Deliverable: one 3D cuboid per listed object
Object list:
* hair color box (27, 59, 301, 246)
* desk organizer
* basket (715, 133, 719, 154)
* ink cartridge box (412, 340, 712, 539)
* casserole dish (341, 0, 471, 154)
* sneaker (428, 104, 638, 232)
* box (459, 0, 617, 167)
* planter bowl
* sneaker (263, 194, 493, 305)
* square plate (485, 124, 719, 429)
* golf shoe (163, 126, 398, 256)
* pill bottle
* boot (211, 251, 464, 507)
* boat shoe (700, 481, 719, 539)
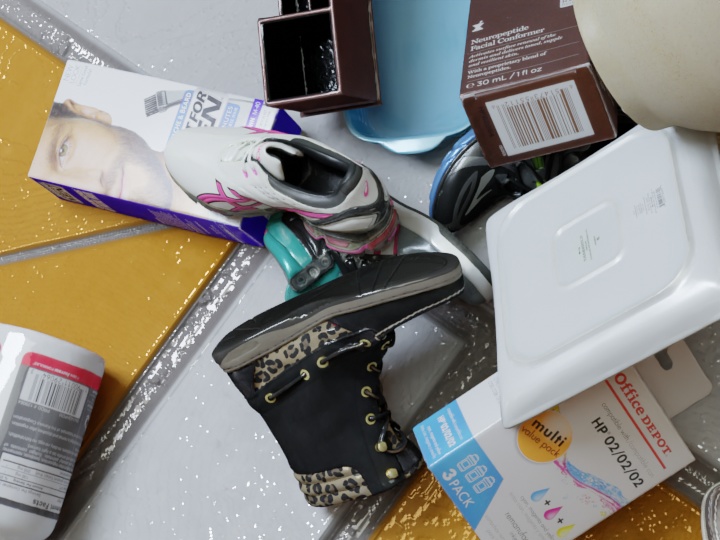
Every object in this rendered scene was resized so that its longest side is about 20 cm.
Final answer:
[{"bbox_3d":[-0.162,-0.098,1.333,0.200,0.065,0.109,13,79,21],"label":"hair color box"},{"bbox_3d":[-0.039,-0.226,1.259,0.072,0.077,0.200,-6,89,22],"label":"desk organizer"},{"bbox_3d":[0.337,-0.060,1.146,0.200,0.123,0.136,39,87,23],"label":"basket"},{"bbox_3d":[0.154,0.112,1.150,0.200,0.068,0.115,-34,111,4],"label":"ink cartridge box"},{"bbox_3d":[0.045,-0.184,1.311,0.121,0.039,0.200,-5,74,15],"label":"casserole dish"},{"bbox_3d":[0.142,-0.084,1.237,0.200,0.071,0.083,-27,63,4],"label":"sneaker"},{"bbox_3d":[0.137,-0.174,1.211,0.100,0.075,0.200,-13,38,19],"label":"box"},{"bbox_3d":[0.224,-0.171,1.054,0.135,0.200,0.200,-27,68,29],"label":"planter bowl"},{"bbox_3d":[0.000,0.000,1.245,0.200,0.084,0.121,33,81,28],"label":"sneaker"},{"bbox_3d":[0.163,-0.013,1.108,0.198,0.028,0.200,-32,39,30],"label":"square plate"},{"bbox_3d":[-0.066,-0.079,1.213,0.200,0.092,0.073,17,66,25],"label":"golf shoe"},{"bbox_3d":[-0.281,0.148,1.271,0.111,0.111,0.200,13,78,19],"label":"pill bottle"},{"bbox_3d":[0.007,0.081,1.192,0.200,0.073,0.151,-23,103,14],"label":"boot"},{"bbox_3d":[0.290,0.233,1.110,0.072,0.060,0.200,-23,70,9],"label":"boat shoe"}]
